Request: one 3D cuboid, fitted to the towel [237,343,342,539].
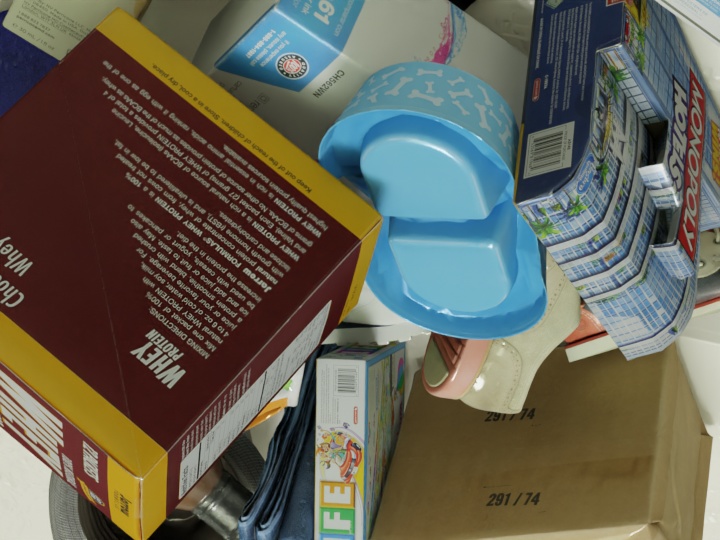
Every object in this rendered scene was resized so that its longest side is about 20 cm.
[{"bbox_3d":[-0.038,0.145,1.233,0.048,0.200,0.112,3,130,10],"label":"towel"}]

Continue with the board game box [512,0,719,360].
[{"bbox_3d":[0.166,-0.061,1.025,0.062,0.200,0.200,-14,138,29],"label":"board game box"}]

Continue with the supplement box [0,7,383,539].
[{"bbox_3d":[-0.131,0.004,0.996,0.197,0.200,0.133,38,158,9],"label":"supplement box"}]

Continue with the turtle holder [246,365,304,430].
[{"bbox_3d":[-0.095,0.022,1.145,0.131,0.186,0.141,10,141,0],"label":"turtle holder"}]

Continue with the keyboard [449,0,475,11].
[{"bbox_3d":[0.029,-0.186,1.039,0.104,0.040,0.200,39,129,-16],"label":"keyboard"}]

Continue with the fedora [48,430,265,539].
[{"bbox_3d":[-0.143,0.165,1.355,0.176,0.090,0.201,11,119,6],"label":"fedora"}]

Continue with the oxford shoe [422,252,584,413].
[{"bbox_3d":[0.112,-0.002,1.119,0.074,0.071,0.200,22,104,-23],"label":"oxford shoe"}]

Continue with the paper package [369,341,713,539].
[{"bbox_3d":[0.123,0.149,1.189,0.199,0.191,0.104,-10,127,24],"label":"paper package"}]

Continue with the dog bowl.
[{"bbox_3d":[0.048,-0.039,1.005,0.111,0.050,0.200,3,143,22],"label":"dog bowl"}]

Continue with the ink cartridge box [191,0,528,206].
[{"bbox_3d":[0.009,-0.098,1.061,0.200,0.085,0.144,31,145,-18],"label":"ink cartridge box"}]

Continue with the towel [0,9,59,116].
[{"bbox_3d":[-0.233,-0.092,1.173,0.200,0.050,0.148,-18,95,33],"label":"towel"}]

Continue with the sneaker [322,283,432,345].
[{"bbox_3d":[0.000,0.000,1.188,0.199,0.076,0.081,-11,114,24],"label":"sneaker"}]

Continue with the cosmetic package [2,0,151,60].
[{"bbox_3d":[-0.126,-0.217,1.022,0.071,0.105,0.200,30,133,-10],"label":"cosmetic package"}]

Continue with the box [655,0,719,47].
[{"bbox_3d":[0.252,-0.201,0.938,0.117,0.060,0.200,34,131,-12],"label":"box"}]

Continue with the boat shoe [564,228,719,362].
[{"bbox_3d":[0.210,0.001,1.123,0.200,0.071,0.063,-21,81,30],"label":"boat shoe"}]

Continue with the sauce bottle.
[{"bbox_3d":[-0.147,0.120,1.244,0.200,0.065,0.065,39,130,-5],"label":"sauce bottle"}]

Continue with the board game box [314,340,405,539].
[{"bbox_3d":[0.000,0.152,1.205,0.034,0.134,0.201,2,94,13],"label":"board game box"}]
